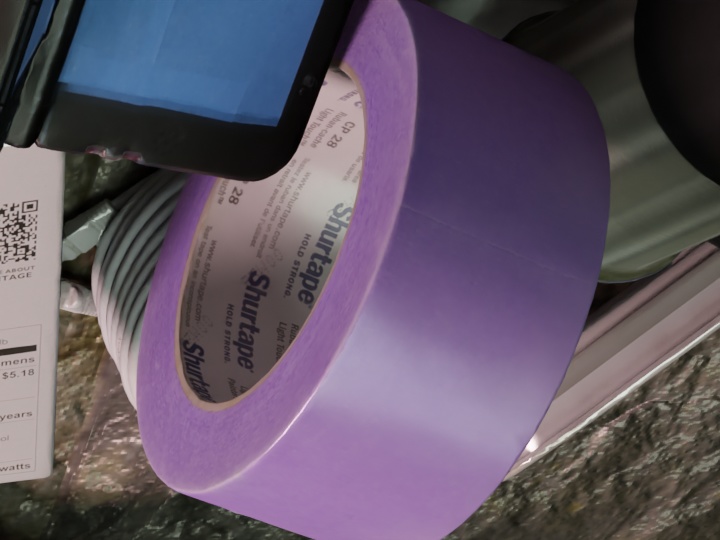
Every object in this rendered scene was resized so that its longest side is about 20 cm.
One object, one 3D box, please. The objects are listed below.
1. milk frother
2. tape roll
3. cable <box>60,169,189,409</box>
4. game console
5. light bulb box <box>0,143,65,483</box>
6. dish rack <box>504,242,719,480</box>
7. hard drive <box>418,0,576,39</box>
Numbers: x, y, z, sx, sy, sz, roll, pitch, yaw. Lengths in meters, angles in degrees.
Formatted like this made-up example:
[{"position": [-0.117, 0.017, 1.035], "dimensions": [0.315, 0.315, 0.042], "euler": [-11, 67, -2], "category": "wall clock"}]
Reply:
[{"position": [0.135, -0.025, 0.900], "dimensions": [0.181, 0.200, 0.188], "euler": [48, 149, -9], "category": "milk frother"}, {"position": [0.000, 0.000, 0.902], "dimensions": [0.085, 0.200, 0.200], "euler": [23, 126, -25], "category": "tape roll"}, {"position": [-0.018, 0.005, 1.081], "dimensions": [0.200, 0.069, 0.200], "euler": [-37, 138, 21], "category": "cable"}, {"position": [-0.048, -0.111, 0.774], "dimensions": [0.119, 0.172, 0.200], "euler": [19, 108, -6], "category": "game console"}, {"position": [-0.219, -0.014, 0.929], "dimensions": [0.198, 0.125, 0.200], "euler": [-6, 138, -16], "category": "light bulb box"}, {"position": [0.125, 0.022, 1.107], "dimensions": [0.172, 0.044, 0.200], "euler": [-38, 177, 8], "category": "dish rack"}, {"position": [0.099, -0.144, 0.990], "dimensions": [0.132, 0.026, 0.200], "euler": [9, 134, -31], "category": "hard drive"}]
